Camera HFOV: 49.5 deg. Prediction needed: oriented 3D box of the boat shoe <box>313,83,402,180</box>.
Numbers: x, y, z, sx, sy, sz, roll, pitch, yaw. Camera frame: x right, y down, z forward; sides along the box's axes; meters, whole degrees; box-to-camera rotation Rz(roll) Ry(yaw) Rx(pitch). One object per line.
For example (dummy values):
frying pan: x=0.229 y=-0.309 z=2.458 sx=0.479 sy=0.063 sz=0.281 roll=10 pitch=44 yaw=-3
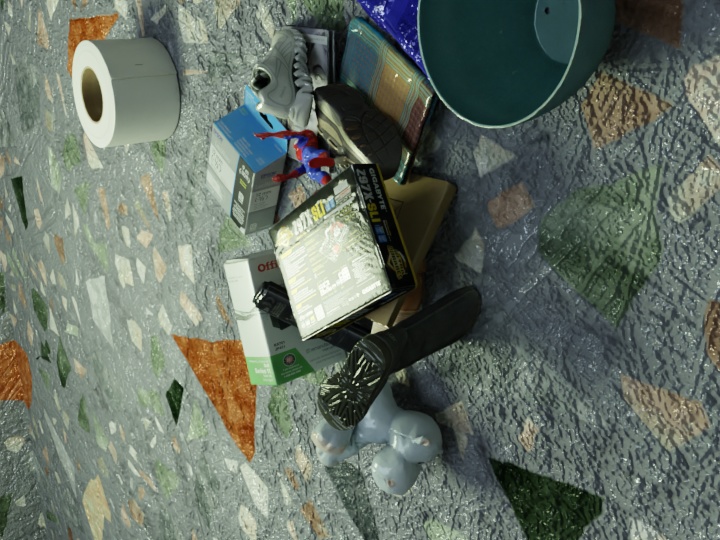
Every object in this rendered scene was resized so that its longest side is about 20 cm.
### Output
boat shoe: x=-0.003 y=-0.172 z=1.028 sx=0.201 sy=0.074 sz=0.074 roll=-121 pitch=27 yaw=-42

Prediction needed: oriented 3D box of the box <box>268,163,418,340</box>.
box: x=-0.028 y=-0.018 z=0.978 sx=0.199 sy=0.049 sz=0.161 roll=-32 pitch=70 yaw=46

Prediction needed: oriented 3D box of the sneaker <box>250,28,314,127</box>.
sneaker: x=-0.115 y=-0.281 z=1.095 sx=0.201 sy=0.080 sz=0.076 roll=-103 pitch=21 yaw=-45

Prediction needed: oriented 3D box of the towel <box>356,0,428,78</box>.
towel: x=0.072 y=-0.332 z=0.941 sx=0.200 sy=0.049 sz=0.148 roll=52 pitch=138 yaw=27

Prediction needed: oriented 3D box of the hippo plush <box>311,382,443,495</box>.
hippo plush: x=0.044 y=0.231 z=1.134 sx=0.160 sy=0.159 sz=0.201 roll=33 pitch=86 yaw=19

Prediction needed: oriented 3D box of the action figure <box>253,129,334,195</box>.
action figure: x=-0.094 y=-0.151 z=1.083 sx=0.200 sy=0.098 sz=0.066 roll=-114 pitch=17 yaw=-66

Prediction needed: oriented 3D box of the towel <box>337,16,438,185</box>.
towel: x=0.025 y=-0.228 z=1.039 sx=0.200 sy=0.022 sz=0.148 roll=53 pitch=139 yaw=36

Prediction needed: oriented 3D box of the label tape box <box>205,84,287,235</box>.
label tape box: x=-0.192 y=-0.183 z=1.302 sx=0.144 sy=0.066 sz=0.201 roll=49 pitch=142 yaw=30

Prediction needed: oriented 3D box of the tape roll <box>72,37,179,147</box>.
tape roll: x=-0.463 y=-0.351 z=1.536 sx=0.202 sy=0.138 sz=0.205 roll=22 pitch=120 yaw=46

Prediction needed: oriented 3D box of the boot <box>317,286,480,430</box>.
boot: x=0.051 y=0.108 z=0.998 sx=0.073 sy=0.199 sz=0.182 roll=48 pitch=131 yaw=11

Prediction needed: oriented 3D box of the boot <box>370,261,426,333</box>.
boot: x=0.000 y=0.000 z=1.096 sx=0.199 sy=0.076 sz=0.157 roll=21 pitch=107 yaw=31

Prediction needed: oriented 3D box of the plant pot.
plant pot: x=0.172 y=-0.250 z=0.774 sx=0.199 sy=0.134 sz=0.202 roll=21 pitch=118 yaw=46

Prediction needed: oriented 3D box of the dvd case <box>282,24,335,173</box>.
dvd case: x=-0.078 y=-0.257 z=1.163 sx=0.148 sy=0.016 sz=0.202 roll=32 pitch=126 yaw=55

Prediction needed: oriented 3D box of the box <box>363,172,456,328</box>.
box: x=0.024 y=-0.039 z=1.036 sx=0.163 sy=0.021 sz=0.202 roll=20 pitch=82 yaw=45

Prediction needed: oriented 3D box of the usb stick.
usb stick: x=-0.065 y=0.075 z=1.168 sx=0.056 sy=0.199 sz=0.033 roll=-49 pitch=20 yaw=43

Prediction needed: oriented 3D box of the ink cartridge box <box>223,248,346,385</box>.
ink cartridge box: x=-0.119 y=0.064 z=1.242 sx=0.083 sy=0.146 sz=0.202 roll=-7 pitch=98 yaw=52
